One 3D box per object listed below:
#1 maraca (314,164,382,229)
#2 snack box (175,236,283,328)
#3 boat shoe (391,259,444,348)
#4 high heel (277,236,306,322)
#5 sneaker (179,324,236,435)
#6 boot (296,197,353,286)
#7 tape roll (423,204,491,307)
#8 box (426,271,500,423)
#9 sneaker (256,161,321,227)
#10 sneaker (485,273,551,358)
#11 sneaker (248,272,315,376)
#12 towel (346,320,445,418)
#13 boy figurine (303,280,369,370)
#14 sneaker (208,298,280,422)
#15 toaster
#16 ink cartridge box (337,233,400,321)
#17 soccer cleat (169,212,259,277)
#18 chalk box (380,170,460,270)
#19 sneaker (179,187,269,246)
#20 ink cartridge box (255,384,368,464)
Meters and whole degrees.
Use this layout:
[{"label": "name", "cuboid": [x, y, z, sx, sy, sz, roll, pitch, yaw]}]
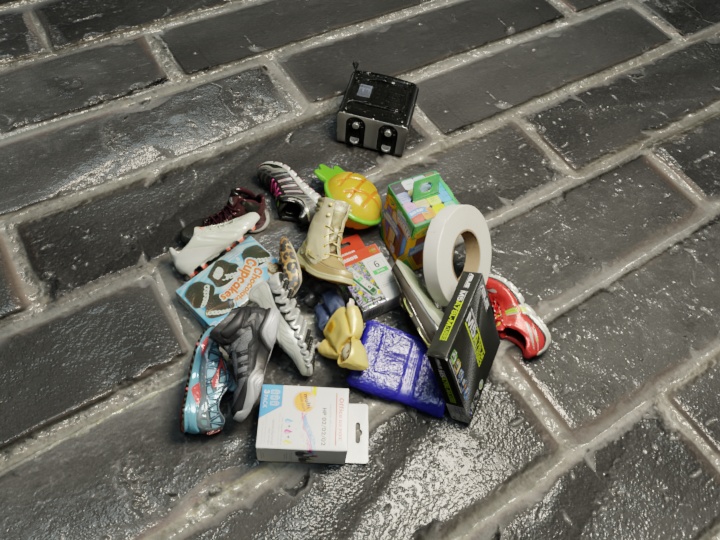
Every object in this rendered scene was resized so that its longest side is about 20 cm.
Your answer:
[{"label": "maraca", "cuboid": [-0.026, -0.169, 1.379, 0.135, 0.108, 0.201, 1, 43, -44]}, {"label": "snack box", "cuboid": [-0.258, 0.027, 1.258, 0.116, 0.037, 0.199, 39, 60, 18]}, {"label": "boat shoe", "cuboid": [0.109, 0.067, 1.205, 0.061, 0.071, 0.203, -44, 57, 18]}, {"label": "high heel", "cuboid": [-0.185, 0.035, 1.217, 0.139, 0.071, 0.205, -6, 78, -15]}, {"label": "sneaker", "cuboid": [-0.266, 0.200, 1.128, 0.093, 0.080, 0.204, 13, 60, -15]}, {"label": "boot", "cuboid": [-0.055, -0.061, 1.234, 0.072, 0.158, 0.199, 19, 4, -31]}, {"label": "tape roll", "cuboid": [0.193, -0.027, 1.217, 0.037, 0.205, 0.204, 6, 45, 41]}, {"label": "box", "cuboid": [0.195, 0.141, 1.138, 0.047, 0.202, 0.195, 8, 50, 33]}, {"label": "sneaker", "cuboid": [-0.167, -0.166, 1.380, 0.199, 0.074, 0.087, 39, 53, 14]}, {"label": "sneaker", "cuboid": [0.297, 0.090, 1.260, 0.084, 0.078, 0.201, -31, 64, -19]}, {"label": "sneaker", "cuboid": [-0.142, 0.107, 1.160, 0.080, 0.075, 0.204, -21, 101, 7]}, {"label": "towel", "cuboid": [0.084, 0.180, 1.186, 0.196, 0.050, 0.150, 17, 54, 5]}, {"label": "boy figurine", "cuboid": [-0.045, 0.117, 1.182, 0.064, 0.125, 0.202, 25, 26, -43]}, {"label": "sneaker", "cuboid": [-0.215, 0.151, 1.083, 0.111, 0.075, 0.204, 18, 83, -7]}, {"label": "toaster", "cuboid": [0.042, -0.394, 1.536, 0.177, 0.120, 0.203, 14, 55, 2]}, {"label": "ink cartridge box", "cuboid": [0.000, 0.000, 1.299, 0.107, 0.051, 0.202, -21, 61, -21]}, {"label": "soccer cleat", "cuboid": [-0.296, -0.068, 1.264, 0.198, 0.069, 0.078, -36, 100, -5]}, {"label": "chalk box", "cuboid": [0.128, -0.115, 1.302, 0.123, 0.202, 0.125, -19, 59, -18]}, {"label": "sneaker", "cuboid": [-0.289, -0.123, 1.311, 0.196, 0.117, 0.076, -19, 59, -19]}, {"label": "ink cartridge box", "cuboid": [-0.079, 0.270, 1.092, 0.195, 0.068, 0.117, 3, 55, -5]}]
